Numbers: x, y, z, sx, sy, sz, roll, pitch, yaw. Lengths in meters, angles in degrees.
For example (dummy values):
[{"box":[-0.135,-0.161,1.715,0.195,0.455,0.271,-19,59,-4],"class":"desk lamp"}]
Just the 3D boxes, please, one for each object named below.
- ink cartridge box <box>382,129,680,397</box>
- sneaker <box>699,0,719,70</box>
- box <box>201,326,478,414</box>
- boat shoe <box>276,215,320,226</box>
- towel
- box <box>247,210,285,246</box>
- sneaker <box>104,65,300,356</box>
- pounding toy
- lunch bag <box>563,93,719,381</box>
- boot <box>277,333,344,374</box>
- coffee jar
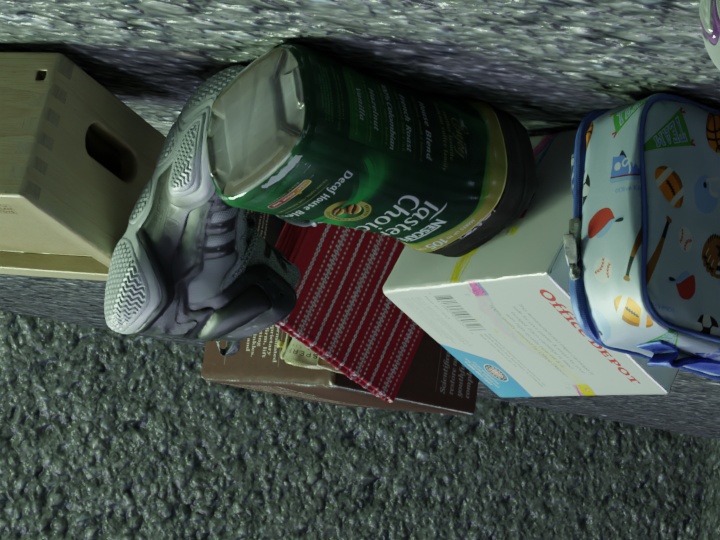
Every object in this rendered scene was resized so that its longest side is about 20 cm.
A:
[{"box":[0.139,-0.004,1.449,0.128,0.126,0.199,42,154,-27],"class":"ink cartridge box"},{"box":[0.217,-0.107,0.896,0.099,0.076,0.199,13,172,-30],"class":"sneaker"},{"box":[-0.011,0.031,1.941,0.163,0.168,0.199,14,172,-38],"class":"box"},{"box":[-0.049,-0.059,1.514,0.074,0.065,0.201,13,-175,-37],"class":"boat shoe"},{"box":[0.000,0.000,1.629,0.022,0.146,0.200,17,167,35],"class":"towel"},{"box":[-0.112,-0.034,1.783,0.181,0.105,0.199,15,170,-43],"class":"box"},{"box":[-0.082,-0.034,1.433,0.113,0.201,0.076,20,-154,-21],"class":"sneaker"},{"box":[-0.231,-0.081,1.522,0.183,0.143,0.200,4,161,29],"class":"pounding toy"},{"box":[0.203,-0.012,1.332,0.199,0.162,0.075,14,162,-40],"class":"lunch bag"},{"box":[-0.031,-0.005,1.671,0.072,0.157,0.199,16,175,40],"class":"boot"},{"box":[0.011,-0.069,1.364,0.199,0.086,0.104,12,147,-38],"class":"coffee jar"}]
